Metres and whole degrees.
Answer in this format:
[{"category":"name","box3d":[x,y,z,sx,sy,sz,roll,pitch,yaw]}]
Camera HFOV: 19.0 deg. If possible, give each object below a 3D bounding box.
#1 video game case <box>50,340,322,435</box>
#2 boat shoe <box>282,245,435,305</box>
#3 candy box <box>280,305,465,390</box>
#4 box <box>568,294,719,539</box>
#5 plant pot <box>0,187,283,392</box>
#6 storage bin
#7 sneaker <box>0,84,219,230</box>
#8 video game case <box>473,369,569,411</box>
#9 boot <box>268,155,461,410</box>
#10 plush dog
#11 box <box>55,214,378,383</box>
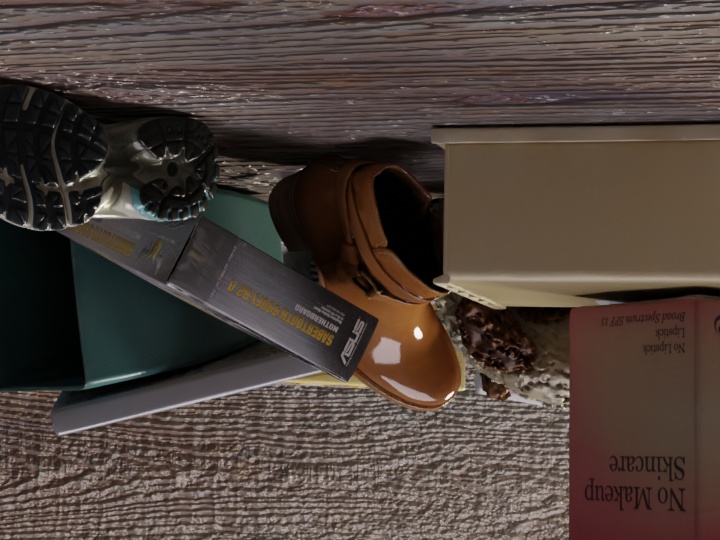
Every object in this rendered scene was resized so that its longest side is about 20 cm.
[{"category":"video game case","box3d":[-0.124,0.074,1.586,0.198,0.022,0.182,-13,-173,-2]},{"category":"boat shoe","box3d":[0.000,0.000,1.743,0.066,0.074,0.200,2,176,-29]},{"category":"candy box","box3d":[0.004,0.056,2.091,0.198,0.116,0.055,4,173,-18]},{"category":"box","box3d":[0.204,0.120,1.311,0.108,0.202,0.128,4,173,-32]},{"category":"plant pot","box3d":[-0.160,0.006,1.569,0.199,0.143,0.141,-6,180,-40]},{"category":"storage bin","box3d":[0.163,-0.028,1.332,0.198,0.095,0.198,0,174,16]},{"category":"sneaker","box3d":[-0.178,-0.058,1.233,0.086,0.078,0.199,1,175,42]},{"category":"video game case","box3d":[0.213,0.045,1.707,0.198,0.024,0.183,11,129,-19]},{"category":"boot","box3d":[0.031,0.009,1.401,0.076,0.201,0.155,-35,-167,-24]},{"category":"plush dog","box3d":[0.127,0.043,1.524,0.198,0.162,0.172,5,-162,-18]},{"category":"box","box3d":[-0.104,-0.002,1.394,0.158,0.049,0.200,30,176,-37]}]
